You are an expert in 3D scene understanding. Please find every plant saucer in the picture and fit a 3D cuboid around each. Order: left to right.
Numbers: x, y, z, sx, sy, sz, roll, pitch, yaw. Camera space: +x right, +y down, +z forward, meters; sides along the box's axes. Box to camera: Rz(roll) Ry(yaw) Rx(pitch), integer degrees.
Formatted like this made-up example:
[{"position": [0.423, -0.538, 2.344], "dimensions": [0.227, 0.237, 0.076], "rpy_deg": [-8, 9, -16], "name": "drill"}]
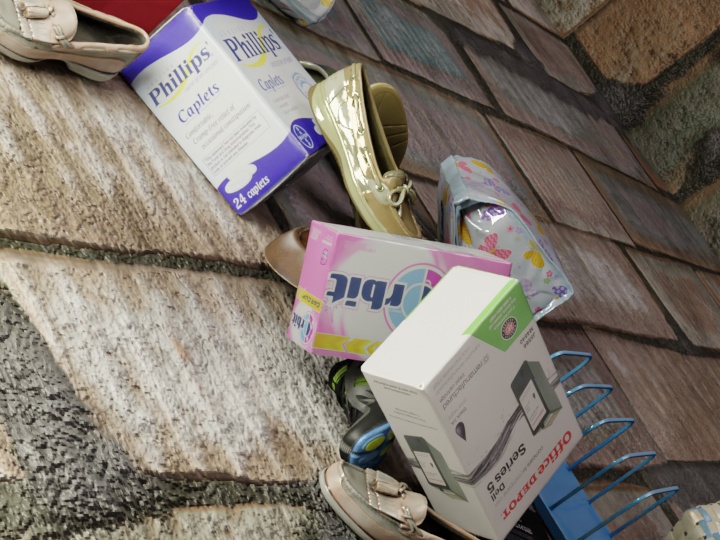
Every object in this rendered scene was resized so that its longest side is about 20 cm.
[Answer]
[{"position": [0.000, 0.000, 1.529], "dimensions": [0.199, 0.032, 0.200], "rpy_deg": [19, 16, -6], "name": "plant saucer"}]

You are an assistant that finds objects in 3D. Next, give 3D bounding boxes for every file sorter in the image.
[{"position": [0.251, 0.204, 1.710], "dimensions": [0.201, 0.123, 0.139], "rpy_deg": [58, 21, 20], "name": "file sorter"}]

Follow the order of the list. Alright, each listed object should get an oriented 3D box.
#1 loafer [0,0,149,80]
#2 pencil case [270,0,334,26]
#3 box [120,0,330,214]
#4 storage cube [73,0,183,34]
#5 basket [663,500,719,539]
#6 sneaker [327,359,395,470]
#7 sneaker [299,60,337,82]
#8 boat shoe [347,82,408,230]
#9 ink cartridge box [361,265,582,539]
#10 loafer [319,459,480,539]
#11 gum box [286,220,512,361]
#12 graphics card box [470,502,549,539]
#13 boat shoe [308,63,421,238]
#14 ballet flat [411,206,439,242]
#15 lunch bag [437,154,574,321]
[{"position": [-0.275, -0.229, 1.386], "dimensions": [0.200, 0.063, 0.072], "rpy_deg": [12, 61, -61], "name": "loafer"}, {"position": [-0.119, -0.412, 2.031], "dimensions": [0.200, 0.083, 0.091], "rpy_deg": [31, 26, -44], "name": "pencil case"}, {"position": [-0.127, -0.182, 1.595], "dimensions": [0.200, 0.105, 0.184], "rpy_deg": [50, 20, -1], "name": "box"}, {"position": [-0.262, -0.351, 1.492], "dimensions": [0.171, 0.180, 0.201], "rpy_deg": [12, 44, -59], "name": "storage cube"}, {"position": [0.484, 0.368, 1.864], "dimensions": [0.199, 0.140, 0.177], "rpy_deg": [4, 42, -22], "name": "basket"}, {"position": [0.002, 0.127, 1.416], "dimensions": [0.082, 0.071, 0.200], "rpy_deg": [29, 25, -4], "name": "sneaker"}, {"position": [-0.037, -0.187, 1.862], "dimensions": [0.090, 0.067, 0.201], "rpy_deg": [21, 35, -40], "name": "sneaker"}, {"position": [0.013, -0.128, 1.726], "dimensions": [0.063, 0.073, 0.202], "rpy_deg": [-126, -154, -53], "name": "boat shoe"}, {"position": [0.106, 0.121, 1.355], "dimensions": [0.084, 0.146, 0.201], "rpy_deg": [12, -41, 45], "name": "ink cartridge box"}, {"position": [0.050, 0.224, 1.336], "dimensions": [0.200, 0.063, 0.072], "rpy_deg": [42, 23, -24], "name": "loafer"}, {"position": [0.042, 0.028, 1.409], "dimensions": [0.199, 0.114, 0.066], "rpy_deg": [9, 8, -25], "name": "gum box"}, {"position": [0.121, 0.217, 1.515], "dimensions": [0.125, 0.051, 0.201], "rpy_deg": [31, 27, -43], "name": "graphics card box"}, {"position": [0.017, -0.113, 1.547], "dimensions": [0.202, 0.063, 0.073], "rpy_deg": [65, 20, 6], "name": "boat shoe"}, {"position": [0.076, -0.013, 1.684], "dimensions": [0.200, 0.046, 0.067], "rpy_deg": [50, -11, 8], "name": "ballet flat"}, {"position": [0.166, -0.043, 1.923], "dimensions": [0.200, 0.127, 0.170], "rpy_deg": [53, 9, -22], "name": "lunch bag"}]
